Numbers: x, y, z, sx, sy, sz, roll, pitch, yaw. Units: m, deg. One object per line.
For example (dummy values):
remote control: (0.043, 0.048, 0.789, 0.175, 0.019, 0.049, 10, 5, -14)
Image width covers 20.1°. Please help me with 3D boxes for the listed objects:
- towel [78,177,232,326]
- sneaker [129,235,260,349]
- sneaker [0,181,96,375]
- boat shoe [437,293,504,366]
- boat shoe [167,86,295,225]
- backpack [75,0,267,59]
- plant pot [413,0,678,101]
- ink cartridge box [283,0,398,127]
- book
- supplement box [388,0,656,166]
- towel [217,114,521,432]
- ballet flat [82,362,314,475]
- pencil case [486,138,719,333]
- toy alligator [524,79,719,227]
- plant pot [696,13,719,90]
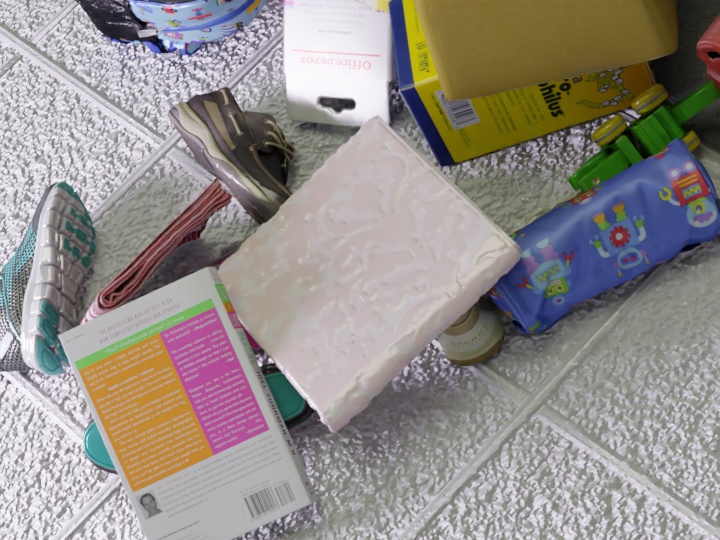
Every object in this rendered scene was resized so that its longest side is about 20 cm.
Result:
towel: (-0.176, -0.003, 1.695, 0.023, 0.200, 0.144, 45, 74, -2)
sneaker: (-0.100, 0.021, 1.697, 0.199, 0.082, 0.089, -8, 50, 10)
sneaker: (-0.295, 0.006, 1.803, 0.091, 0.078, 0.201, -11, 49, 23)
boat shoe: (0.061, -0.013, 1.648, 0.073, 0.063, 0.201, -23, 48, 8)
boat shoe: (-0.099, -0.107, 1.793, 0.073, 0.075, 0.200, -39, 49, -6)
backpack: (-0.155, -0.291, 1.920, 0.199, 0.135, 0.183, 13, 61, 34)
plant pot: (0.128, -0.284, 1.586, 0.195, 0.200, 0.195, -10, 51, 18)
ink cartridge box: (-0.004, -0.231, 1.806, 0.116, 0.067, 0.201, 8, 103, 31)
book: (-0.134, 0.115, 1.583, 0.133, 0.048, 0.201, -24, 85, 9)
supplement box: (0.137, -0.187, 1.715, 0.199, 0.110, 0.109, -17, 50, 14)
towel: (0.000, 0.000, 1.587, 0.200, 0.032, 0.191, -44, 53, 0)
ballet flat: (-0.124, 0.121, 1.638, 0.199, 0.073, 0.073, -16, 49, 12)
pencil case: (0.191, -0.022, 1.585, 0.199, 0.087, 0.078, -29, 10, 2)
toy alligator: (0.208, -0.090, 1.648, 0.200, 0.059, 0.054, -38, 5, -2)
plant pot: (0.376, -0.195, 1.563, 0.195, 0.201, 0.201, -46, 49, -3)
